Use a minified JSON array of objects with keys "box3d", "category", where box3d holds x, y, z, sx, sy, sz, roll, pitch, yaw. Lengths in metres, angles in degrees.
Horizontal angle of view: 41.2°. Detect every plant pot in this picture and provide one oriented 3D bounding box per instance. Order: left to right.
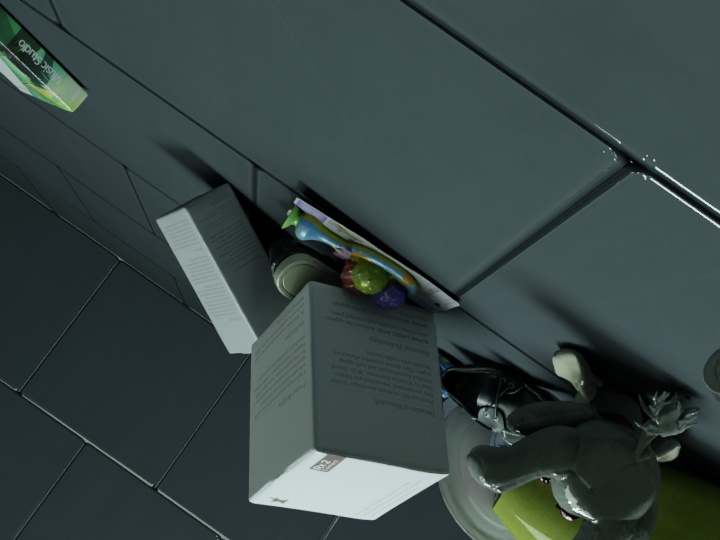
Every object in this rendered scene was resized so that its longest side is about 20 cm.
[{"box3d":[0.244,0.255,0.980,0.199,0.188,0.187,29,167,12],"category":"plant pot"}]

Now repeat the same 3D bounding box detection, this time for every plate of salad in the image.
[{"box3d":[0.171,0.264,1.233,0.200,0.200,0.048,38,140,-12],"category":"plate of salad"}]

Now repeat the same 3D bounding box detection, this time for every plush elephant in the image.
[{"box3d":[0.209,0.164,0.874,0.165,0.200,0.155,48,-170,1],"category":"plush elephant"}]

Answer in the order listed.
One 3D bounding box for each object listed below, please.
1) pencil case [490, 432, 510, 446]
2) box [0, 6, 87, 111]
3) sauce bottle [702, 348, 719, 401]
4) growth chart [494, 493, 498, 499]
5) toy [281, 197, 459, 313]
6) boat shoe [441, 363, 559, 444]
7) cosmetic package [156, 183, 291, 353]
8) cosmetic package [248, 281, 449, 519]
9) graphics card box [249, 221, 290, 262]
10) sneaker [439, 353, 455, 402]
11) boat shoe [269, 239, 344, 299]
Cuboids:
[{"box3d":[0.251,0.239,1.173,0.200,0.083,0.091,41,152,-25],"category":"pencil case"},{"box3d":[-0.440,-0.280,1.163,0.144,0.036,0.200,24,165,42],"category":"box"},{"box3d":[0.296,0.119,0.645,0.200,0.065,0.065,42,166,-26],"category":"sauce bottle"},{"box3d":[0.247,0.267,1.125,0.144,0.018,0.200,26,145,-3],"category":"growth chart"},{"box3d":[0.000,0.000,1.021,0.200,0.047,0.115,37,169,-5],"category":"toy"},{"box3d":[0.156,0.148,1.102,0.066,0.075,0.199,28,-179,-26],"category":"boat shoe"},{"box3d":[-0.164,0.001,1.200,0.101,0.071,0.201,-10,110,57],"category":"cosmetic package"},{"box3d":[-0.019,0.150,1.065,0.164,0.201,0.165,14,144,-25],"category":"cosmetic package"},{"box3d":[-0.093,0.012,1.307,0.125,0.051,0.200,21,162,47],"category":"graphics card box"},{"box3d":[0.055,0.137,1.307,0.071,0.083,0.199,43,165,-33],"category":"sneaker"},{"box3d":[-0.042,0.021,1.137,0.199,0.075,0.066,30,-163,-46],"category":"boat shoe"}]
